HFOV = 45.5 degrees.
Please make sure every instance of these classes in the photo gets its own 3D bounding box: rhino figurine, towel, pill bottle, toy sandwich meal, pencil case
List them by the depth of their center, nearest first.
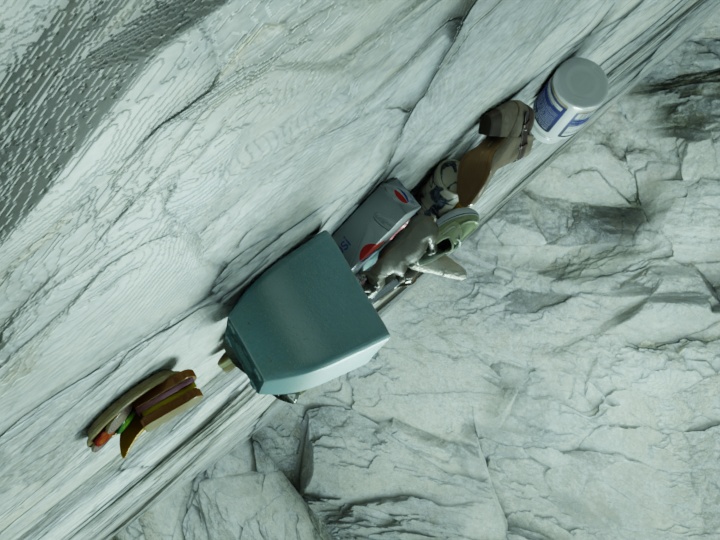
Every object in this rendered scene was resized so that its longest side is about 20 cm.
[{"bbox_3d":[-0.345,0.234,1.383,0.205,0.070,0.205,-40,173,-6],"label":"toy sandwich meal"},{"bbox_3d":[0.061,-0.020,1.467,0.200,0.060,0.088,-44,159,-10],"label":"rhino figurine"},{"bbox_3d":[0.145,-0.137,1.675,0.090,0.078,0.200,-59,-175,-35],"label":"pencil case"},{"bbox_3d":[0.412,-0.334,1.735,0.111,0.111,0.200,-38,173,-16],"label":"pill bottle"},{"bbox_3d":[0.125,-0.031,1.773,0.200,0.132,0.035,40,-65,62],"label":"towel"}]

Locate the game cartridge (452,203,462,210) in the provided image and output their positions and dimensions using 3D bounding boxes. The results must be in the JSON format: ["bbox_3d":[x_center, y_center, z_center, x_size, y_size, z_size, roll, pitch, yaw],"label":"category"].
[{"bbox_3d":[0.187,-0.123,1.772,0.177,0.032,0.200,-59,-172,12],"label":"game cartridge"}]

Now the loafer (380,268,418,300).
[{"bbox_3d":[0.043,0.024,1.812,0.199,0.071,0.073,-6,-152,38],"label":"loafer"}]

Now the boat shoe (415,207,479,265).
[{"bbox_3d":[0.157,-0.058,1.619,0.199,0.062,0.072,-26,140,-29],"label":"boat shoe"}]

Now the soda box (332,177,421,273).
[{"bbox_3d":[0.008,-0.063,1.445,0.200,0.068,0.063,-44,172,32],"label":"soda box"}]

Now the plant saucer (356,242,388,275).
[{"bbox_3d":[0.000,0.000,1.694,0.199,0.028,0.200,-36,176,-3],"label":"plant saucer"}]

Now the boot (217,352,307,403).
[{"bbox_3d":[-0.171,0.187,1.647,0.072,0.156,0.200,-22,-172,40],"label":"boot"}]

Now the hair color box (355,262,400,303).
[{"bbox_3d":[-0.022,0.061,1.604,0.099,0.061,0.200,-33,175,-40],"label":"hair color box"}]

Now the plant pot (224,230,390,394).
[{"bbox_3d":[-0.102,0.092,1.359,0.199,0.197,0.196,-29,170,-19],"label":"plant pot"}]

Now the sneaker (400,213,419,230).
[{"bbox_3d":[0.061,-0.085,1.567,0.087,0.074,0.200,-40,173,9],"label":"sneaker"}]

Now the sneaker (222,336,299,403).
[{"bbox_3d":[-0.164,0.147,1.562,0.076,0.199,0.115,0,-125,47],"label":"sneaker"}]

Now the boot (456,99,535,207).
[{"bbox_3d":[0.259,-0.216,1.586,0.146,0.070,0.201,-11,126,-45],"label":"boot"}]
